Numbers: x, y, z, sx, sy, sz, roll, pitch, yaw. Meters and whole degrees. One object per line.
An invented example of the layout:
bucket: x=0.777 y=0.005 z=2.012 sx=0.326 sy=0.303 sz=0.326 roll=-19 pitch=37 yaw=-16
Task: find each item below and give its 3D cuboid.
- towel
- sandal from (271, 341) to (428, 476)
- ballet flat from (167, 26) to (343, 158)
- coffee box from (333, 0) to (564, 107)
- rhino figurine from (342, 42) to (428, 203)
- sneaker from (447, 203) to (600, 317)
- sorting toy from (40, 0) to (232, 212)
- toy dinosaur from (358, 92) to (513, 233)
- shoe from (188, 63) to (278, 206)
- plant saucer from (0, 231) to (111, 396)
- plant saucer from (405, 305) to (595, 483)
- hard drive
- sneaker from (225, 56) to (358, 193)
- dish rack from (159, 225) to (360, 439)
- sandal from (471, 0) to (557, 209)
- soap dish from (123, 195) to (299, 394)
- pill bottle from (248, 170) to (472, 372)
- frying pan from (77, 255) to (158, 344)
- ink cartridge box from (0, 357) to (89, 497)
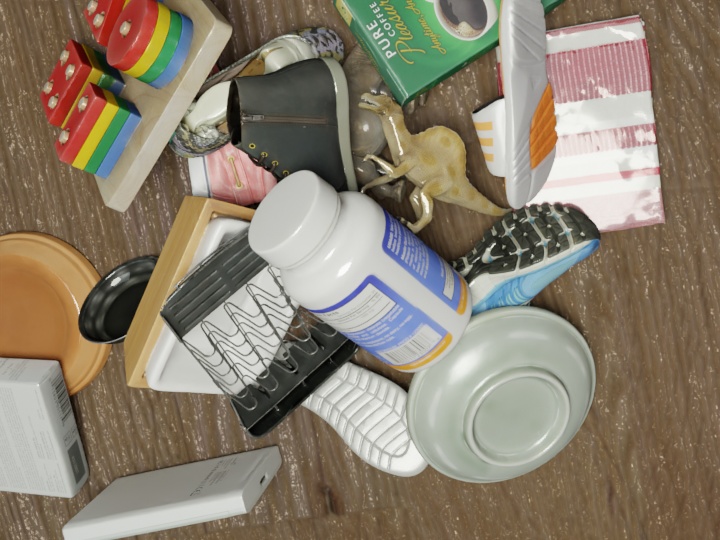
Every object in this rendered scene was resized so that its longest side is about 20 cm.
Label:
towel: x=0.212 y=-0.135 z=0.813 sx=0.144 sy=0.023 sz=0.201 roll=-6 pitch=96 yaw=13
sandal: x=-0.005 y=0.139 z=0.887 sx=0.202 sy=0.050 sz=0.083 roll=35 pitch=89 yaw=16
ballet flat: x=-0.095 y=-0.174 z=0.787 sx=0.200 sy=0.072 sz=0.072 roll=-35 pitch=92 yaw=-11
coffee box: x=0.087 y=-0.256 z=0.773 sx=0.200 sy=0.044 sz=0.123 roll=-35 pitch=92 yaw=-6
rhino figurine: x=0.018 y=-0.172 z=0.821 sx=0.087 sy=0.060 sz=0.201 roll=11 pitch=98 yaw=16
sneaker: x=0.147 y=0.009 z=0.825 sx=0.200 sy=0.078 sz=0.090 roll=-31 pitch=130 yaw=24
sorting toy: x=-0.227 y=-0.193 z=0.791 sx=0.070 sy=0.200 sz=0.199 roll=23 pitch=111 yaw=-38
toy dinosaur: x=0.068 y=-0.080 z=0.779 sx=0.200 sy=0.058 sz=0.101 roll=38 pitch=87 yaw=-23
shoe: x=-0.135 y=-0.162 z=0.851 sx=0.091 sy=0.071 sz=0.201 roll=-8 pitch=92 yaw=-4
plant saucer: x=-0.379 y=0.057 z=0.945 sx=0.200 sy=0.037 sz=0.201 roll=2 pitch=100 yaw=10
plant saucer: x=0.145 y=0.133 z=0.812 sx=0.200 sy=0.050 sz=0.201 roll=-5 pitch=113 yaw=-12
hard drive: x=-0.196 y=0.239 z=0.892 sx=0.200 sy=0.132 sz=0.026 roll=-14 pitch=97 yaw=12
sneaker: x=-0.065 y=-0.092 z=0.778 sx=0.106 sy=0.075 sz=0.200 roll=-15 pitch=113 yaw=-22
dish rack: x=-0.094 y=0.054 z=0.798 sx=0.153 sy=0.200 sz=0.055 roll=-42 pitch=49 yaw=-15
sandal: x=0.137 y=-0.161 z=0.772 sx=0.059 sy=0.079 sz=0.207 roll=14 pitch=122 yaw=39
soap dish: x=-0.139 y=0.025 z=0.839 sx=0.081 sy=0.157 sz=0.200 roll=36 pitch=106 yaw=39
pill bottle: x=0.000 y=0.000 z=0.741 sx=0.112 sy=0.112 sz=0.200 roll=-43 pitch=125 yaw=14
frying pan: x=-0.228 y=0.005 z=0.904 sx=0.115 sy=0.031 sz=0.190 roll=17 pitch=61 yaw=40
ink cartridge box: x=-0.422 y=0.175 z=0.945 sx=0.199 sy=0.057 sz=0.163 roll=4 pitch=119 yaw=14
